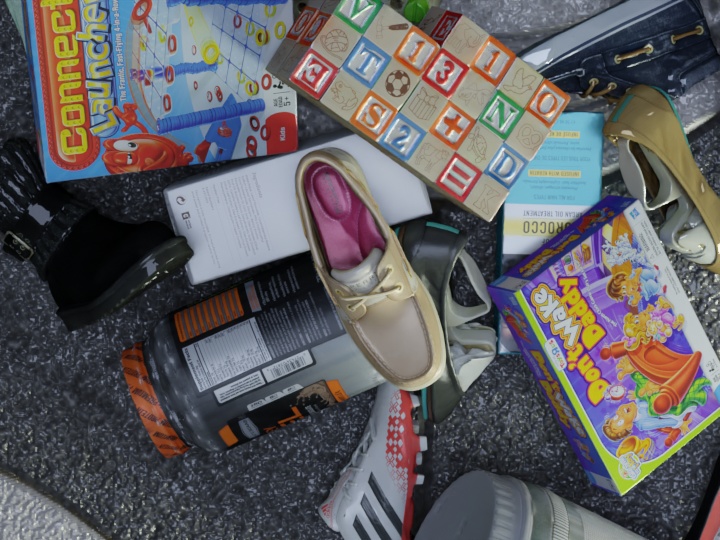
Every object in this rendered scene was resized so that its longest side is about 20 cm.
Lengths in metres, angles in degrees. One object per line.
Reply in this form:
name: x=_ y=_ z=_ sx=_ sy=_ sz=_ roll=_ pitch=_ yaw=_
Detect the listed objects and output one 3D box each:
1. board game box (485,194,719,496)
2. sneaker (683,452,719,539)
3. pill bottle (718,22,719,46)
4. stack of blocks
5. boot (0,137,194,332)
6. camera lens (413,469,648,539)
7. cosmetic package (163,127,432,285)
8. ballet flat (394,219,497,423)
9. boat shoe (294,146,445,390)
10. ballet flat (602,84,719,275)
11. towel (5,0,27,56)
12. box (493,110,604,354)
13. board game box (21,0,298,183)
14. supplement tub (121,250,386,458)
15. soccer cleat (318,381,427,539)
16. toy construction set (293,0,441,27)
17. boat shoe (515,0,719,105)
board game box: x=0.204 y=0.060 z=1.505 sx=0.134 sy=0.045 sz=0.200 roll=-36 pitch=110 yaw=-18
sneaker: x=0.326 y=0.236 z=1.557 sx=0.108 sy=0.067 sz=0.202 roll=23 pitch=93 yaw=0
pill bottle: x=0.354 y=-0.111 z=1.500 sx=0.112 sy=0.112 sz=0.200 roll=-8 pitch=96 yaw=1
stack of blocks: x=0.044 y=-0.140 z=1.405 sx=0.200 sy=0.059 sz=0.115 roll=33 pitch=90 yaw=-25
boot: x=-0.229 y=-0.039 z=1.470 sx=0.079 sy=0.211 sz=0.158 roll=-37 pitch=98 yaw=-33
camera lens: x=0.151 y=0.265 z=1.497 sx=0.200 sy=0.160 sz=0.160 roll=27 pitch=95 yaw=-17
cosmetic package: x=-0.049 y=-0.060 z=1.508 sx=0.200 sy=0.108 sz=0.085 roll=-16 pitch=96 yaw=3
ballet flat: x=0.072 y=0.046 z=1.499 sx=0.068 sy=0.068 sz=0.200 roll=-2 pitch=130 yaw=11
boat shoe: x=0.000 y=0.000 z=1.411 sx=0.074 sy=0.069 sz=0.200 roll=-29 pitch=85 yaw=9
ballet flat: x=0.250 y=-0.057 z=1.506 sx=0.063 sy=0.069 sz=0.200 roll=-44 pitch=115 yaw=-22
towel: x=-0.179 y=-0.190 z=1.504 sx=0.200 sy=0.023 sz=0.153 roll=-18 pitch=91 yaw=18
box: x=0.154 y=-0.031 z=1.539 sx=0.082 sy=0.049 sz=0.200 roll=1 pitch=96 yaw=0
board game box: x=-0.150 y=-0.176 z=1.397 sx=0.196 sy=0.056 sz=0.200 roll=-9 pitch=119 yaw=-12
supplement tub: x=-0.083 y=0.069 z=1.512 sx=0.200 sy=0.123 sz=0.123 roll=-23 pitch=95 yaw=3
soccer cleat: x=0.008 y=0.178 z=1.552 sx=0.085 sy=0.069 sz=0.200 roll=1 pitch=100 yaw=-6
toy construction set: x=-0.006 y=-0.193 z=1.509 sx=0.200 sy=0.092 sz=0.131 roll=-9 pitch=121 yaw=8
boat shoe: x=0.196 y=-0.159 z=1.507 sx=0.200 sy=0.071 sz=0.091 roll=-27 pitch=96 yaw=-7
